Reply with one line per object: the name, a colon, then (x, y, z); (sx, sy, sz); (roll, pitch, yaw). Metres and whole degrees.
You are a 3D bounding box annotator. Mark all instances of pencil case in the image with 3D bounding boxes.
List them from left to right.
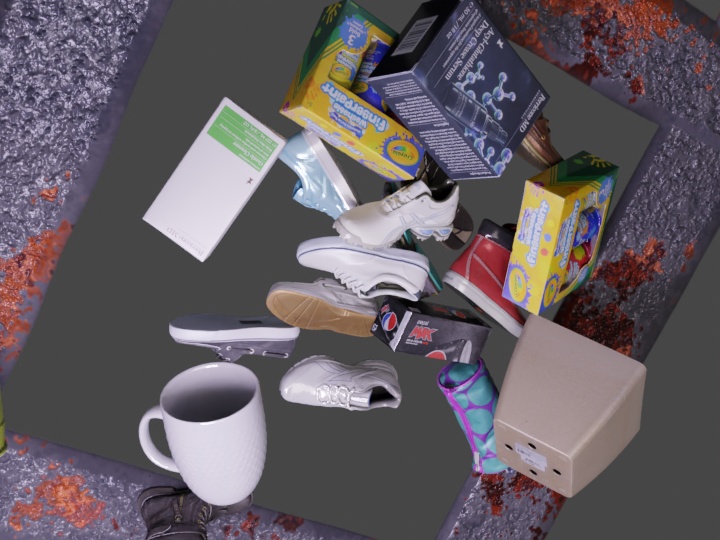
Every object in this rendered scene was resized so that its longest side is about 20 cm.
pencil case: (0.193, 0.239, 1.826); (0.092, 0.085, 0.202); (-41, 120, -31)

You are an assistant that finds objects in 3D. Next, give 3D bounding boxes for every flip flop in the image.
flip flop: (0.109, -0.109, 1.685); (0.081, 0.058, 0.200); (-43, 133, -5)

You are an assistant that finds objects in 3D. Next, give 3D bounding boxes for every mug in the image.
mug: (-0.234, 0.249, 1.660); (0.197, 0.148, 0.177); (1, 121, 12)

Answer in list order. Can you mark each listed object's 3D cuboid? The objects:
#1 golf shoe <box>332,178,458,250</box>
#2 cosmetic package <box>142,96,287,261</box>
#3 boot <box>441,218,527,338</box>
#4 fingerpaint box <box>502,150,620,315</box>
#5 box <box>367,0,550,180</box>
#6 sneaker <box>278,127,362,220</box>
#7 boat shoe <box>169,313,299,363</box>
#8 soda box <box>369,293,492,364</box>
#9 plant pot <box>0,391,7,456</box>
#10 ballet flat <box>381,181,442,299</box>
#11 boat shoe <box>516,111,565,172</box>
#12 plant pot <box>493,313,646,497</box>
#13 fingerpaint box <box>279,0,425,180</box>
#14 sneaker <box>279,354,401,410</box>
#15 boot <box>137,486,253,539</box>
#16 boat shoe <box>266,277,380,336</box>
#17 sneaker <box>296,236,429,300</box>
golf shoe: (0.053, -0.090, 1.567); (0.198, 0.079, 0.098); (-12, 138, -34)
cosmetic package: (-0.197, -0.126, 1.536); (0.107, 0.085, 0.201); (34, 95, -6)
boot: (0.234, 0.011, 1.767); (0.200, 0.072, 0.145); (40, 82, -33)
fingerpaint box: (0.304, -0.058, 1.697); (0.166, 0.073, 0.202); (-27, 135, -44)
box: (0.134, -0.244, 1.508); (0.200, 0.107, 0.149); (45, 68, -27)
sneaker: (-0.054, -0.113, 1.621); (0.081, 0.074, 0.201); (-28, 112, 8)
boat shoe: (-0.186, 0.105, 1.655); (0.198, 0.070, 0.067); (0, 109, -28)
soda box: (0.111, 0.092, 1.717); (0.199, 0.063, 0.071); (13, 107, -44)
plant pot: (-0.560, 0.138, 1.476); (0.198, 0.200, 0.196); (4, 96, -21)
ballet flat: (0.058, -0.037, 1.687); (0.071, 0.072, 0.202); (-30, 116, -6)
boat shoe: (0.257, -0.208, 1.685); (0.200, 0.072, 0.068); (39, 89, -30)
plant pot: (0.307, 0.224, 1.731); (0.178, 0.198, 0.201); (-52, 151, -25)
fingerpaint box: (0.013, -0.245, 1.546); (0.199, 0.073, 0.169); (30, 76, -27)
sneaker: (-0.026, 0.178, 1.724); (0.197, 0.087, 0.076); (-2, 113, -17)
boot: (-0.242, 0.388, 1.678); (0.197, 0.174, 0.070); (-5, 112, -17)
boat shoe: (-0.055, 0.045, 1.677); (0.198, 0.070, 0.071); (17, 136, -32)
sneaker: (0.000, 0.000, 1.633); (0.197, 0.072, 0.073); (7, 154, 9)
